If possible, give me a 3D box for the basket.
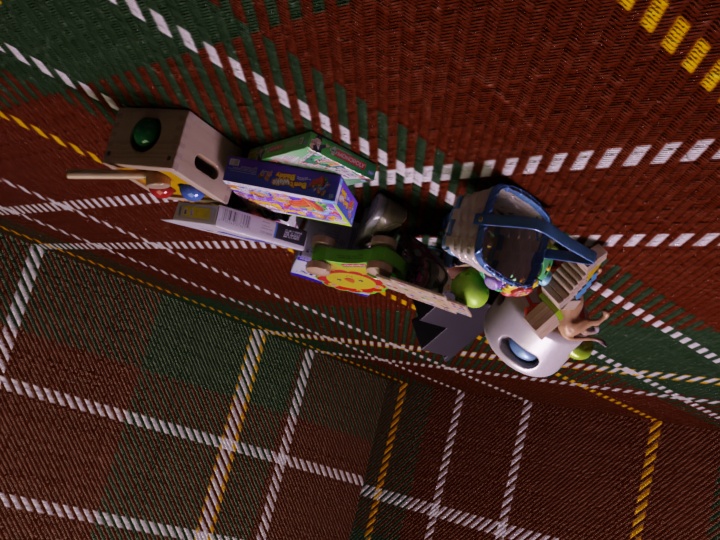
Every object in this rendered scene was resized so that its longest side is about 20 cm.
[{"bbox_3d":[0.234,-0.051,1.409,0.198,0.141,0.175,15,172,45],"label":"basket"}]

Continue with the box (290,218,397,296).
[{"bbox_3d":[-0.039,-0.032,1.925,0.181,0.107,0.200,17,168,-5],"label":"box"}]

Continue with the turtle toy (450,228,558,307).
[{"bbox_3d":[0.242,-0.002,1.585,0.197,0.103,0.145,-18,162,25],"label":"turtle toy"}]

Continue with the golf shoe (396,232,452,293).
[{"bbox_3d":[0.117,-0.006,1.781,0.091,0.073,0.200,18,-161,-20],"label":"golf shoe"}]

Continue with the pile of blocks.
[{"bbox_3d":[0.349,0.026,1.622,0.082,0.201,0.062,4,-142,-52],"label":"pile of blocks"}]

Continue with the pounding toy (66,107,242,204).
[{"bbox_3d":[-0.337,-0.178,1.543,0.182,0.145,0.200,7,166,30],"label":"pounding toy"}]

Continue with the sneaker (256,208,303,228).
[{"bbox_3d":[-0.157,-0.122,1.782,0.085,0.081,0.200,25,162,11],"label":"sneaker"}]

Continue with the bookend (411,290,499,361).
[{"bbox_3d":[0.165,0.083,1.934,0.197,0.093,0.200,15,133,-39],"label":"bookend"}]

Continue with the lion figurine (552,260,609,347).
[{"bbox_3d":[0.379,0.057,1.691,0.121,0.203,0.072,-16,-175,-18],"label":"lion figurine"}]

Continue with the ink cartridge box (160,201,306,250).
[{"bbox_3d":[-0.229,-0.083,1.696,0.196,0.048,0.199,14,180,-40],"label":"ink cartridge box"}]

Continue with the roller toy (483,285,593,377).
[{"bbox_3d":[0.336,0.104,1.815,0.180,0.202,0.141,6,135,-29],"label":"roller toy"}]

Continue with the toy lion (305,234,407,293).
[{"bbox_3d":[0.000,0.000,1.741,0.197,0.070,0.192,1,159,27],"label":"toy lion"}]

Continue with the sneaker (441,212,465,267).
[{"bbox_3d":[0.188,-0.058,1.656,0.081,0.072,0.200,-8,164,-1],"label":"sneaker"}]

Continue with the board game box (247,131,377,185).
[{"bbox_3d":[-0.082,-0.173,1.527,0.133,0.030,0.199,24,165,-32],"label":"board game box"}]

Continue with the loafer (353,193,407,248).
[{"bbox_3d":[0.036,-0.078,1.693,0.069,0.076,0.200,20,167,-6],"label":"loafer"}]

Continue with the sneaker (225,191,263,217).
[{"bbox_3d":[-0.246,-0.127,1.820,0.081,0.079,0.200,9,166,30],"label":"sneaker"}]

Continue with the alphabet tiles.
[{"bbox_3d":[0.114,0.045,1.648,0.164,0.006,0.200,20,174,14],"label":"alphabet tiles"}]

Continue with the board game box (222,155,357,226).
[{"bbox_3d":[-0.115,-0.132,1.573,0.197,0.046,0.135,12,168,15],"label":"board game box"}]

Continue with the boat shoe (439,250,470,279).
[{"bbox_3d":[0.238,0.001,1.760,0.198,0.072,0.069,9,123,42],"label":"boat shoe"}]

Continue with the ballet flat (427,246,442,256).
[{"bbox_3d":[0.137,0.005,1.961,0.071,0.073,0.200,16,168,-4],"label":"ballet flat"}]
